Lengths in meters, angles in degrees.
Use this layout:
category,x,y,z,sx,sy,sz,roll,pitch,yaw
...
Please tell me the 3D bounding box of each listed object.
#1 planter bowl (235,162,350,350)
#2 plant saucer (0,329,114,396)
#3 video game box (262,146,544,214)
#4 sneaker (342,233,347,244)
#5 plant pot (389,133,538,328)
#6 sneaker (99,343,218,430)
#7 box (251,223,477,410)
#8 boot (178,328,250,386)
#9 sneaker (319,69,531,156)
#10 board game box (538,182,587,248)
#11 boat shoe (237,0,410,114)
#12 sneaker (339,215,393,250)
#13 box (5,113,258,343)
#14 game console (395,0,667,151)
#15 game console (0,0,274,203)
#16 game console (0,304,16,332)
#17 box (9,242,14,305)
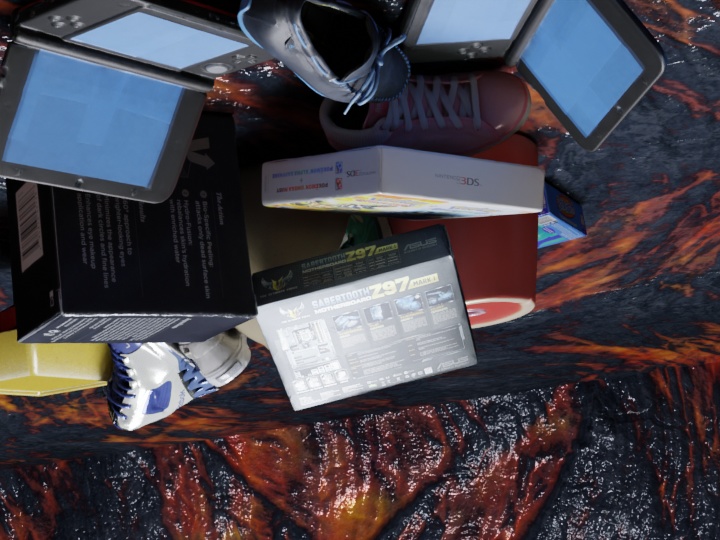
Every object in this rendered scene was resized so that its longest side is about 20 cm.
category,x,y,z,sx,sy,sz,roll,pitch,yaw
planter bowl,-0.106,-0.031,1.403,0.133,0.202,0.200,24,158,-11
plant saucer,-0.366,0.108,1.512,0.198,0.049,0.199,-11,168,32
video game box,0.039,-0.078,1.238,0.198,0.048,0.181,3,175,-37
sneaker,0.053,-0.040,1.624,0.196,0.077,0.114,3,166,-15
plant pot,0.111,-0.036,1.475,0.197,0.180,0.201,-7,166,-2
sneaker,-0.244,0.115,1.464,0.115,0.081,0.200,-41,142,-2
box,0.006,0.048,1.305,0.197,0.051,0.159,-16,134,4
boot,-0.174,0.053,1.459,0.073,0.096,0.200,-39,-163,-4
sneaker,0.055,-0.147,1.222,0.197,0.077,0.105,-7,171,12
board game box,0.171,-0.053,1.703,0.198,0.046,0.152,-15,164,24
boat shoe,-0.016,-0.170,1.058,0.068,0.085,0.199,17,-175,37
sneaker,0.000,0.000,1.417,0.078,0.203,0.078,-7,155,-9
box,-0.215,-0.040,1.239,0.198,0.200,0.117,2,163,-34
game console,0.128,-0.174,1.077,0.168,0.120,0.200,-6,165,-10
game console,-0.174,-0.134,1.049,0.171,0.121,0.199,-9,169,41
game console,-0.331,0.066,1.516,0.198,0.032,0.176,6,165,-40
box,-0.272,-0.001,1.542,0.181,0.106,0.198,-21,160,40
